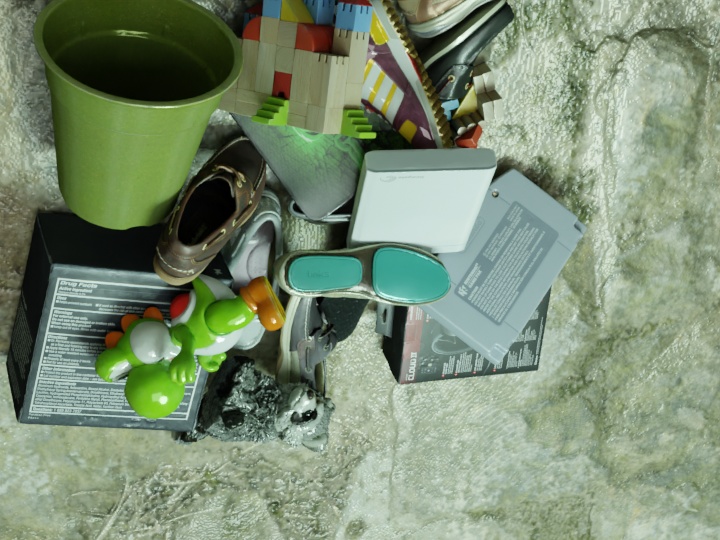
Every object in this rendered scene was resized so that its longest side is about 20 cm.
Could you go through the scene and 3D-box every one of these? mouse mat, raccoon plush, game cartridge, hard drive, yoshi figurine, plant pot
[{"bbox_3d":[-0.044,-0.172,1.607,0.161,0.008,0.200,-36,99,6],"label":"mouse mat"},{"bbox_3d":[-0.117,0.168,1.768,0.134,0.200,0.097,25,67,-21],"label":"raccoon plush"},{"bbox_3d":[0.154,-0.011,1.731,0.133,0.040,0.200,39,71,-8],"label":"game cartridge"},{"bbox_3d":[0.060,-0.069,1.603,0.131,0.027,0.200,-2,156,-7],"label":"hard drive"},{"bbox_3d":[-0.169,0.086,1.572,0.200,0.112,0.113,-25,132,-2],"label":"yoshi figurine"},{"bbox_3d":[-0.229,-0.149,1.518,0.199,0.200,0.190,-1,134,-18],"label":"plant pot"}]

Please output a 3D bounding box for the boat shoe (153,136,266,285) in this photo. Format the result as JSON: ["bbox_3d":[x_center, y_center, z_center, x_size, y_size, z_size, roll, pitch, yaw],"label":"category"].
[{"bbox_3d":[-0.146,-0.072,1.576,0.070,0.200,0.070,26,141,-1],"label":"boat shoe"}]

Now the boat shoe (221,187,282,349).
[{"bbox_3d":[-0.123,0.007,1.697,0.074,0.065,0.202,3,121,-20],"label":"boat shoe"}]

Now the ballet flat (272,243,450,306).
[{"bbox_3d":[0.000,0.000,1.660,0.199,0.062,0.068,6,93,-20],"label":"ballet flat"}]

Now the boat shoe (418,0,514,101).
[{"bbox_3d":[0.089,-0.213,1.629,0.201,0.074,0.063,-42,105,17],"label":"boat shoe"}]

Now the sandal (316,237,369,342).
[{"bbox_3d":[-0.008,0.000,1.759,0.075,0.048,0.201,18,127,-25],"label":"sandal"}]

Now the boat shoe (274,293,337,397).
[{"bbox_3d":[-0.058,0.076,1.744,0.065,0.072,0.200,13,133,4],"label":"boat shoe"}]

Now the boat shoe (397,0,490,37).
[{"bbox_3d":[0.123,-0.321,1.580,0.200,0.076,0.072,-35,123,3],"label":"boat shoe"}]

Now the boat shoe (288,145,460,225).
[{"bbox_3d":[0.022,-0.089,1.659,0.201,0.065,0.075,-9,96,11],"label":"boat shoe"}]

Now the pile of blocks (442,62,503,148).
[{"bbox_3d":[0.092,-0.134,1.692,0.082,0.062,0.200,16,114,-26],"label":"pile of blocks"}]

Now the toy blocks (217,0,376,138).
[{"bbox_3d":[-0.066,-0.216,1.524,0.100,0.200,0.137,-6,107,-49],"label":"toy blocks"}]

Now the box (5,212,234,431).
[{"bbox_3d":[-0.262,0.056,1.655,0.199,0.123,0.199,6,119,-24],"label":"box"}]

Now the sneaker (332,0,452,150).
[{"bbox_3d":[0.024,-0.184,1.572,0.090,0.075,0.200,-23,97,13],"label":"sneaker"}]

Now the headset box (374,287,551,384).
[{"bbox_3d":[0.116,0.048,1.805,0.199,0.077,0.149,-5,122,-15],"label":"headset box"}]
